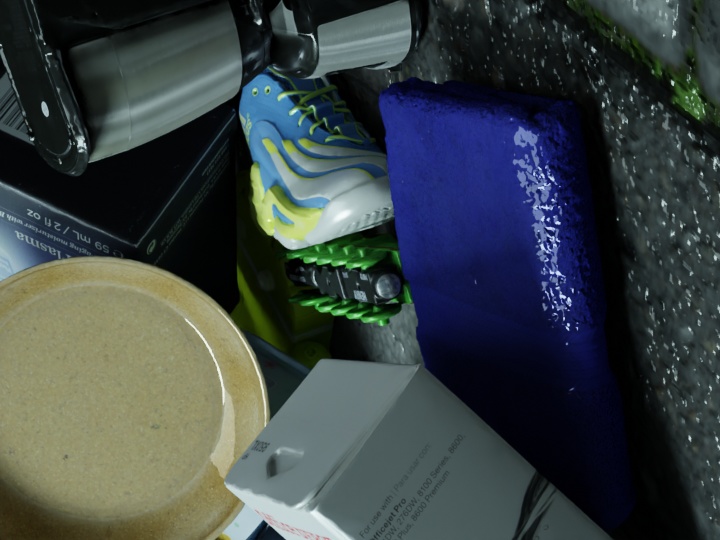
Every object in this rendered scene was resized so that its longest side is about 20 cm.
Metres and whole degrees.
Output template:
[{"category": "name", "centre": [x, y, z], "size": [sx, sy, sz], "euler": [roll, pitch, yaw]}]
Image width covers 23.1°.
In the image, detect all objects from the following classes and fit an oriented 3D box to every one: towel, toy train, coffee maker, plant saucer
[{"category": "towel", "centre": [0.073, 0.009, 0.831], "size": [0.147, 0.049, 0.202], "euler": [20, 125, 57]}, {"category": "toy train", "centre": [0.000, 0.000, 0.982], "size": [0.200, 0.056, 0.042], "euler": [-172, 65, -73]}, {"category": "coffee maker", "centre": [-0.082, -0.164, 0.858], "size": [0.135, 0.198, 0.194], "euler": [43, 148, 49]}, {"category": "plant saucer", "centre": [-0.151, 0.082, 1.017], "size": [0.035, 0.198, 0.202], "euler": [-106, 4, -71]}]

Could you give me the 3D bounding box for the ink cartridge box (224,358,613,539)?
[{"category": "ink cartridge box", "centre": [0.048, 0.135, 0.815], "size": [0.200, 0.084, 0.144], "euler": [42, 165, -13]}]

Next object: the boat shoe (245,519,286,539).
[{"category": "boat shoe", "centre": [-0.015, 0.114, 0.962], "size": [0.200, 0.068, 0.085], "euler": [-36, -61, -64]}]

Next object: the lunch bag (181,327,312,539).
[{"category": "lunch bag", "centre": [-0.036, 0.159, 1.127], "size": [0.199, 0.127, 0.171], "euler": [31, 143, 23]}]

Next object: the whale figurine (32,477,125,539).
[{"category": "whale figurine", "centre": [-0.177, 0.162, 1.110], "size": [0.199, 0.160, 0.104], "euler": [31, -166, 8]}]

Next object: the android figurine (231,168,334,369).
[{"category": "android figurine", "centre": [-0.062, 0.012, 1.197], "size": [0.183, 0.041, 0.201], "euler": [61, 159, 28]}]

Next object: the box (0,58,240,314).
[{"category": "box", "centre": [-0.187, -0.035, 1.109], "size": [0.198, 0.124, 0.199], "euler": [24, 148, 14]}]

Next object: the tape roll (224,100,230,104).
[{"category": "tape roll", "centre": [-0.163, -0.174, 1.127], "size": [0.199, 0.066, 0.202], "euler": [20, 130, 26]}]

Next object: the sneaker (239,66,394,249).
[{"category": "sneaker", "centre": [-0.032, -0.071, 0.990], "size": [0.200, 0.075, 0.106], "euler": [179, 74, -70]}]
